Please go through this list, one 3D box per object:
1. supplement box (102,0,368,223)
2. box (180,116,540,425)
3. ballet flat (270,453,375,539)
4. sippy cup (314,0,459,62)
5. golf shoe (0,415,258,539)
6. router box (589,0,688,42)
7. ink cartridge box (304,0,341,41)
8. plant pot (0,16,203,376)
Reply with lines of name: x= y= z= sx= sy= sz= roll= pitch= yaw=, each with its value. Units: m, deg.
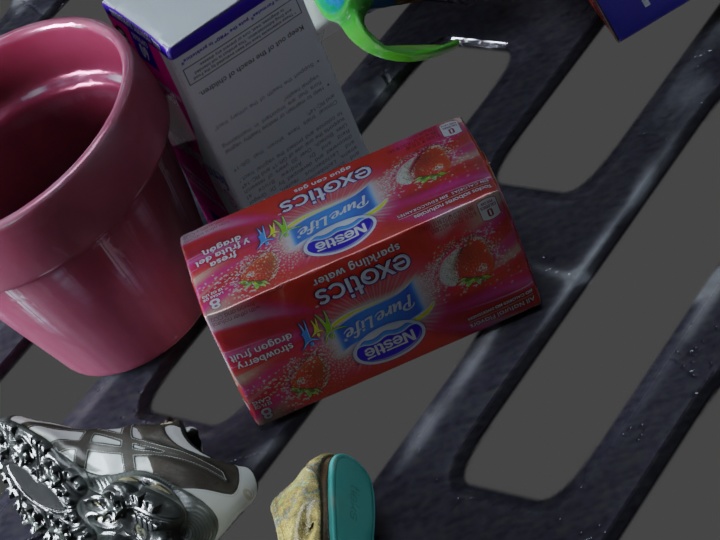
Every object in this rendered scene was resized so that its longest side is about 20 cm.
supplement box: x=-0.074 y=-0.112 z=1.712 sx=0.103 sy=0.200 sz=0.101 roll=-36 pitch=37 yaw=-14
box: x=0.000 y=0.000 z=1.617 sx=0.200 sy=0.100 sz=0.096 roll=-23 pitch=37 yaw=0
ballet flat: x=-0.023 y=0.187 z=1.441 sx=0.071 sy=0.071 sz=0.200 roll=-16 pitch=38 yaw=11
sippy cup: x=0.036 y=-0.250 z=1.850 sx=0.130 sy=0.178 sz=0.140 roll=-7 pitch=30 yaw=-18
golf shoe: x=-0.146 y=0.128 z=1.577 sx=0.094 sy=0.078 sz=0.200 roll=-29 pitch=35 yaw=-36
router box: x=0.232 y=-0.265 z=1.819 sx=0.200 sy=0.049 sz=0.180 roll=-31 pitch=31 yaw=6
ink cartridge box: x=-0.057 y=-0.259 z=1.925 sx=0.200 sy=0.045 sz=0.176 roll=-32 pitch=81 yaw=-12
plant pot: x=-0.191 y=-0.034 z=1.683 sx=0.200 sy=0.179 sz=0.200 roll=-20 pitch=40 yaw=18
